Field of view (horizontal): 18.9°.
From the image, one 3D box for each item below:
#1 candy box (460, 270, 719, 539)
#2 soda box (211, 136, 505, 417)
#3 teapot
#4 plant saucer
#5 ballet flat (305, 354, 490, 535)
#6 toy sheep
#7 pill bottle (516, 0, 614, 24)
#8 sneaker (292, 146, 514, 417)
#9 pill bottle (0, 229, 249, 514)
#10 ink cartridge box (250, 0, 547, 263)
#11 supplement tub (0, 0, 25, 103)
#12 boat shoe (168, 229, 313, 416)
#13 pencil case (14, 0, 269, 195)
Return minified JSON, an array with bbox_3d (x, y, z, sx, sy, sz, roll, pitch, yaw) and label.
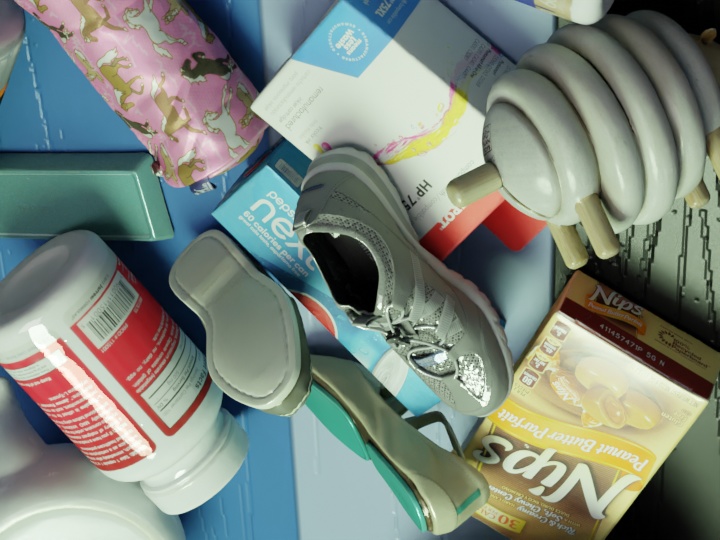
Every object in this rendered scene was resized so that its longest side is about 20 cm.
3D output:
[{"bbox_3d":[0.146,0.106,1.464,0.115,0.055,0.200,31,130,2],"label":"candy box"},{"bbox_3d":[0.000,0.000,1.454,0.200,0.064,0.068,45,129,-9],"label":"soda box"},{"bbox_3d":[-0.225,0.210,1.661,0.197,0.146,0.200,17,111,-19],"label":"teapot"},{"bbox_3d":[-0.232,-0.051,1.558,0.199,0.019,0.070,2,123,25],"label":"plant saucer"},{"bbox_3d":[0.022,0.109,1.499,0.200,0.069,0.070,45,143,43],"label":"ballet flat"},{"bbox_3d":[0.140,-0.080,1.263,0.138,0.200,0.138,49,154,34],"label":"toy sheep"},{"bbox_3d":[0.062,-0.225,1.234,0.200,0.116,0.116,22,129,11],"label":"pill bottle"},{"bbox_3d":[0.018,0.023,1.363,0.075,0.082,0.200,-27,110,39],"label":"sneaker"},{"bbox_3d":[-0.172,0.077,1.551,0.112,0.112,0.200,-21,119,35],"label":"pill bottle"},{"bbox_3d":[0.046,-0.088,1.368,0.200,0.067,0.116,39,131,-5],"label":"ink cartridge box"},{"bbox_3d":[-0.311,-0.114,1.480,0.122,0.123,0.200,31,129,3],"label":"supplement tub"},{"bbox_3d":[-0.069,0.041,1.449,0.072,0.202,0.060,-43,124,4],"label":"boat shoe"},{"bbox_3d":[-0.146,-0.145,1.411,0.200,0.087,0.083,51,158,-14],"label":"pencil case"}]
